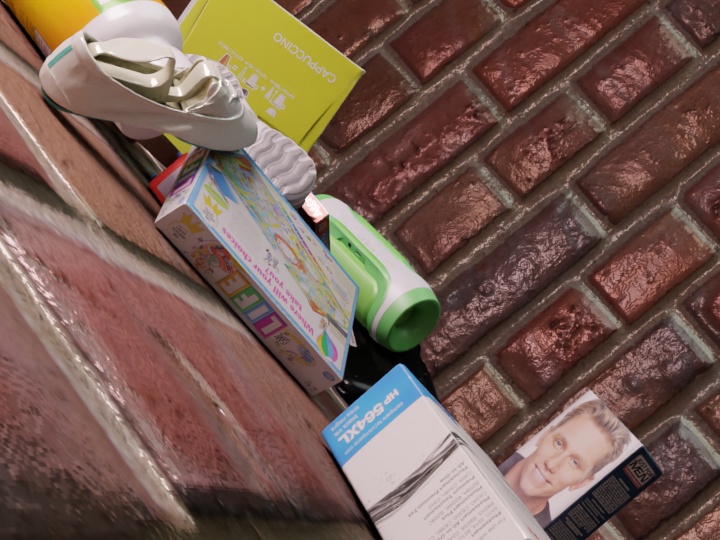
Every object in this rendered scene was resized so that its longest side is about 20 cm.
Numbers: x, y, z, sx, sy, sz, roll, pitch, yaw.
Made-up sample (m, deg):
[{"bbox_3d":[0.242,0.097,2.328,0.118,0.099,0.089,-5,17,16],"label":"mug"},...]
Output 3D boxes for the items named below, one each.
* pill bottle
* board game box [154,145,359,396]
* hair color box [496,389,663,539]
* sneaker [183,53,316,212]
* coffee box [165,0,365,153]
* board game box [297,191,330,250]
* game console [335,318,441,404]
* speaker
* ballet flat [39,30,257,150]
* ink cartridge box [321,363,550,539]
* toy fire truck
[{"bbox_3d":[-0.226,-0.212,0.993,0.200,0.111,0.111,51,1,21],"label":"pill bottle"},{"bbox_3d":[-0.078,-0.010,0.946,0.200,0.034,0.135,51,26,-23],"label":"board game box"},{"bbox_3d":[0.190,0.224,1.138,0.061,0.200,0.100,49,1,-37],"label":"hair color box"},{"bbox_3d":[-0.126,-0.117,1.051,0.200,0.075,0.082,47,-27,18],"label":"sneaker"},{"bbox_3d":[-0.141,-0.217,1.329,0.199,0.200,0.198,35,5,-15],"label":"coffee box"},{"bbox_3d":[-0.067,-0.042,1.184,0.103,0.019,0.200,50,-17,21],"label":"board game box"},{"bbox_3d":[0.022,0.134,1.263,0.175,0.117,0.200,18,25,-19],"label":"game console"},{"bbox_3d":[0.000,0.000,1.257,0.200,0.088,0.088,46,-2,35],"label":"speaker"},{"bbox_3d":[-0.146,-0.138,0.874,0.199,0.070,0.069,8,32,-43],"label":"ballet flat"},{"bbox_3d":[0.072,0.180,0.780,0.146,0.084,0.200,49,2,-35],"label":"ink cartridge box"},{"bbox_3d":[-0.177,-0.104,1.052,0.141,0.049,0.200,50,2,-9],"label":"toy fire truck"}]
